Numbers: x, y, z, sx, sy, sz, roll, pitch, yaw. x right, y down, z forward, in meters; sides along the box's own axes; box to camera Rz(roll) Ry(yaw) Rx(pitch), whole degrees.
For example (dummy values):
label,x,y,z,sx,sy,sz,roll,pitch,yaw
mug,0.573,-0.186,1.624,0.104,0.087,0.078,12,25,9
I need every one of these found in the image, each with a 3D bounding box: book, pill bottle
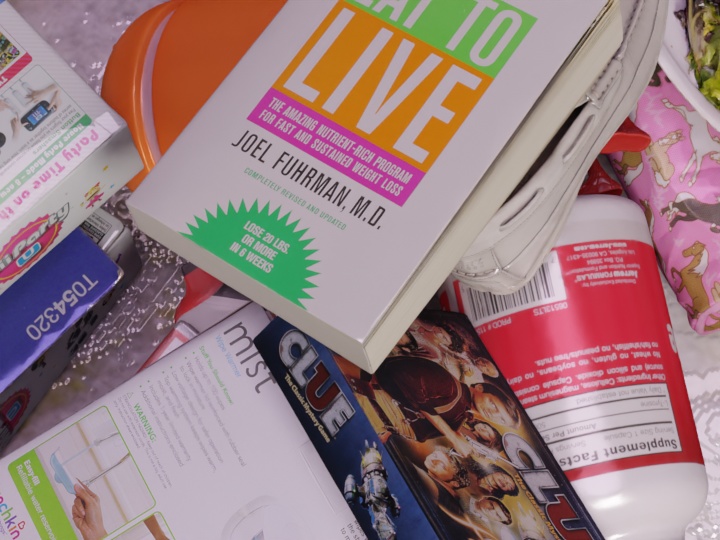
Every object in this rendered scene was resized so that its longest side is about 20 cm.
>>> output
label,x,y,z,sx,sy,sz,roll,pitch,yaw
book,0.008,-0.069,1.094,0.133,0.048,0.201,30,72,21
pill bottle,0.107,0.073,1.207,0.111,0.112,0.202,-11,76,-1

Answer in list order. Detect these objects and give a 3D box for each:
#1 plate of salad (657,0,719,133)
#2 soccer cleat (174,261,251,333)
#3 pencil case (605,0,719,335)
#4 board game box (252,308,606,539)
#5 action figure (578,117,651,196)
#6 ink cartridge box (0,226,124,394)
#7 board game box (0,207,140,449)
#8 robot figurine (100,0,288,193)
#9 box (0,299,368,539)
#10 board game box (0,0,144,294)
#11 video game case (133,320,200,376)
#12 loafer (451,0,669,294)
label,x,y,z,sx,sy,sz,roll,pitch,yaw
plate of salad,0.211,-0.138,1.249,0.199,0.048,0.202,19,53,-28
soccer cleat,0.000,0.000,1.259,0.199,0.069,0.086,-27,79,-2
pencil case,0.169,-0.065,1.261,0.086,0.083,0.201,-20,74,-6
board game box,0.048,0.103,1.094,0.035,0.135,0.201,-44,63,25
action figure,0.058,-0.122,1.248,0.098,0.065,0.201,-6,52,-31
ink cartridge box,-0.252,-0.005,1.201,0.196,0.043,0.200,-44,75,-10
board game box,-0.231,0.025,1.252,0.147,0.064,0.201,34,77,12
robot figurine,-0.045,-0.085,1.208,0.199,0.145,0.117,-4,33,31
box,-0.064,0.147,1.129,0.176,0.097,0.201,-32,61,-1
board game box,-0.224,-0.080,1.169,0.147,0.064,0.200,-42,75,-10
video game case,-0.099,0.147,1.221,0.143,0.017,0.200,40,88,6
loafer,0.090,-0.086,1.153,0.069,0.070,0.201,17,77,25
